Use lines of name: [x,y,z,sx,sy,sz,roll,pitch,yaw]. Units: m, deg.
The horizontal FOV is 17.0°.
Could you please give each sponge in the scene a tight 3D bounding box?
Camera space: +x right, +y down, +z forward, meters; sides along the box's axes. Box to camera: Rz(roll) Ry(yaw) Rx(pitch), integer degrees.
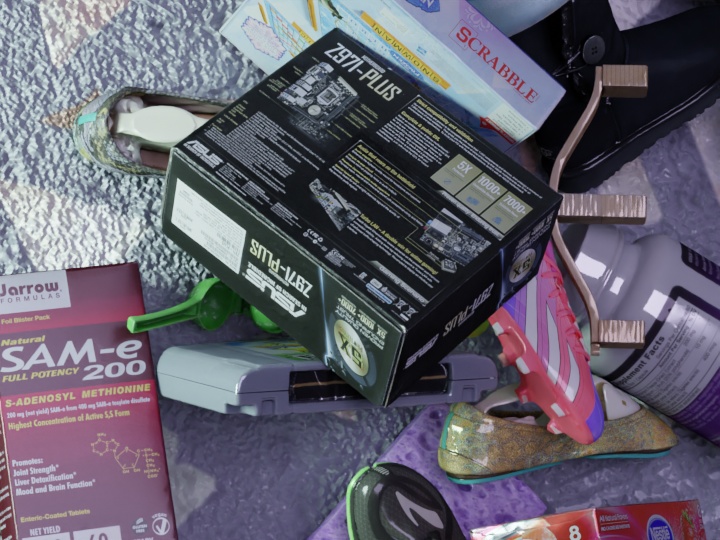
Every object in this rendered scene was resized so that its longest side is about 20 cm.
sponge: [0.027,0.196,1.655,0.112,0.030,0.200,45,70,-5]

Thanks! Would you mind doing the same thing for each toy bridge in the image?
toy bridge: [0.161,-0.041,1.641,0.067,0.027,0.201,2,79,3]

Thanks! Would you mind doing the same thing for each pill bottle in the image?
pill bottle: [0.223,0.043,1.703,0.200,0.111,0.112,31,72,-9]

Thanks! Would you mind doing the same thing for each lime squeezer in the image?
lime squeezer: [-0.070,0.026,1.630,0.200,0.071,0.038,3,91,-25]

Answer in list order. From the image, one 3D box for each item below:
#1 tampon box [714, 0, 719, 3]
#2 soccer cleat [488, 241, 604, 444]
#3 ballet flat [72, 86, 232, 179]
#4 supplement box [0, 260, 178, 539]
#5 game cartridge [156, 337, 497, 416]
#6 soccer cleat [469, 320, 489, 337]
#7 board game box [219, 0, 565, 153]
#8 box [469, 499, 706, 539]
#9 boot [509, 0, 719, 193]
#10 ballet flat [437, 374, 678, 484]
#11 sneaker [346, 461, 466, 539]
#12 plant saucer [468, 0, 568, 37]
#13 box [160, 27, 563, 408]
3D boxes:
tampon box: [0.342,-0.261,1.765,0.200,0.150,0.126,25,52,-12]
soccer cleat: [0.116,0.024,1.621,0.076,0.067,0.200,-30,68,-11]
ballet flat: [-0.095,-0.086,1.655,0.200,0.072,0.072,7,77,-16]
supplement box: [-0.189,0.101,1.591,0.109,0.061,0.200,-6,80,-18]
game cartridge: [-0.027,0.068,1.602,0.200,0.133,0.041,-2,92,-32]
soccer cleat: [0.000,-0.001,1.677,0.200,0.084,0.065,28,31,-24]
board game box: [0.017,-0.143,1.630,0.200,0.199,0.041,42,65,-6]
box: [0.160,0.209,1.602,0.095,0.200,0.100,-14,80,26]
boot: [0.182,-0.173,1.714,0.200,0.076,0.168,-39,128,-16]
ballet flat: [0.141,0.104,1.668,0.200,0.071,0.071,-5,80,-32]
sneaker: [0.060,0.213,1.602,0.077,0.084,0.200,-31,91,-21]
plant saucer: [0.084,-0.229,1.681,0.200,0.200,0.027,-50,132,-19]
box: [-0.001,-0.037,1.552,0.200,0.086,0.164,37,55,18]
